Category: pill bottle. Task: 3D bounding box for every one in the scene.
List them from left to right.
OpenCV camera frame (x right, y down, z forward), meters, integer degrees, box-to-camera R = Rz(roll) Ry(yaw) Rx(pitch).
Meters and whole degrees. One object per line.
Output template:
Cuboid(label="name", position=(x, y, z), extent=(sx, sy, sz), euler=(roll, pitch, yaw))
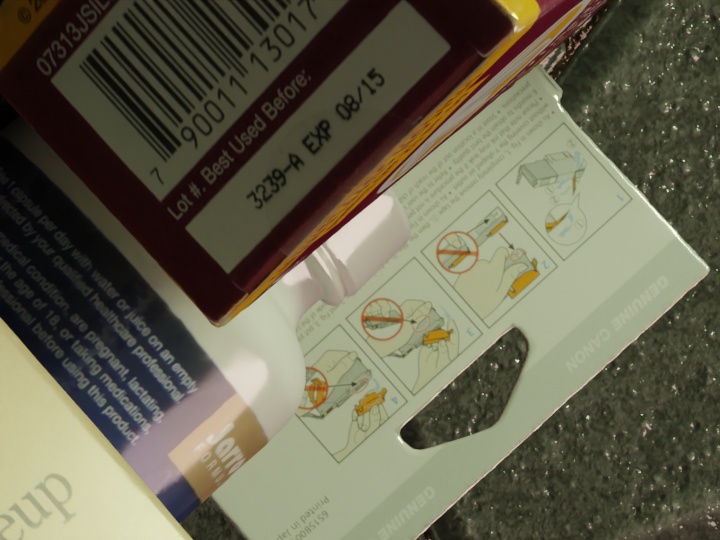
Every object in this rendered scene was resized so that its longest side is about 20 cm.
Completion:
Cuboid(label="pill bottle", position=(-0.086, 0.027, 0.731), extent=(0.200, 0.111, 0.111), euler=(-42, 179, -8))

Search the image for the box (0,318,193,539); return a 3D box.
Cuboid(label="box", position=(-0.085, 0.081, 0.549), extent=(0.095, 0.200, 0.078), euler=(-42, 179, -38))

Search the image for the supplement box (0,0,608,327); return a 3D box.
Cuboid(label="supplement box", position=(0.015, -0.084, 0.640), extent=(0.110, 0.086, 0.200), euler=(-43, 179, 35))

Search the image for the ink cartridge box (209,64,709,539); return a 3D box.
Cuboid(label="ink cartridge box", position=(0.000, 0.000, 1.019), extent=(0.200, 0.174, 0.044), euler=(-42, 178, -1))
